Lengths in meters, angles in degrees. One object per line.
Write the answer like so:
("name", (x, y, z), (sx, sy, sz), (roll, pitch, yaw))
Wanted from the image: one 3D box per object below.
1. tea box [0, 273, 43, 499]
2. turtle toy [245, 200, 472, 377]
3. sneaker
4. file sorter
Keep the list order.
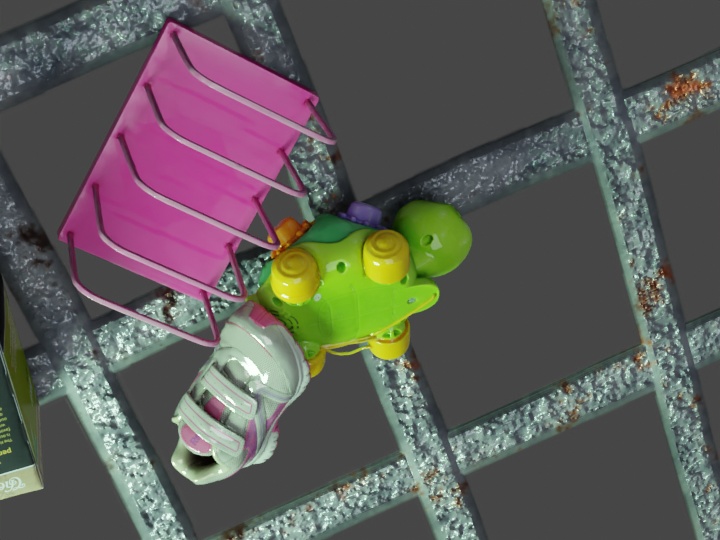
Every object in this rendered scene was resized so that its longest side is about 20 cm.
("tea box", (-0.367, 0.084, 1.129), (0.198, 0.134, 0.198), (-13, 116, -8))
("turtle toy", (0.000, 0.000, 1.203), (0.198, 0.102, 0.146), (-13, 143, -8))
("sneaker", (-0.104, 0.111, 1.193), (0.088, 0.081, 0.201), (-36, 153, -41))
("file sorter", (-0.127, -0.062, 1.129), (0.138, 0.126, 0.201), (24, 106, -23))
